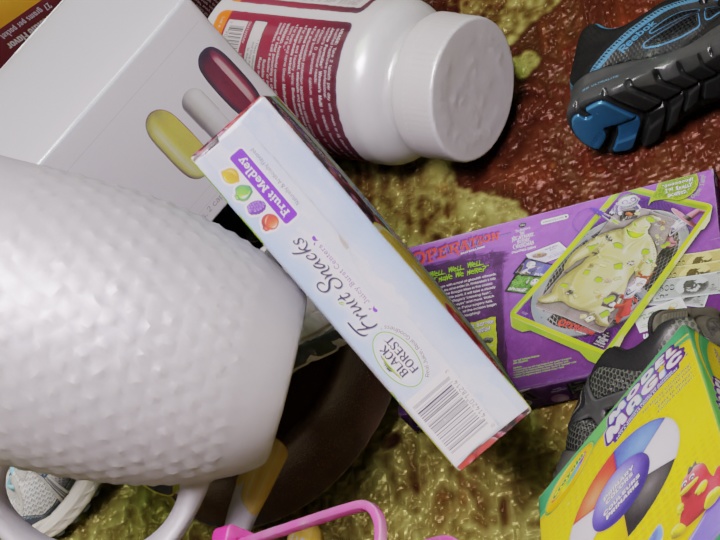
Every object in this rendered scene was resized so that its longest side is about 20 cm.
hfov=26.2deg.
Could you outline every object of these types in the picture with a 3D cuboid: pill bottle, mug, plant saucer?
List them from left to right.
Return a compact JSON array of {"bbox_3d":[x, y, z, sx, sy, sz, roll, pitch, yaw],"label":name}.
[{"bbox_3d":[-0.127,0.058,0.777,0.148,0.174,0.202,-100,24,-79],"label":"mug"},{"bbox_3d":[-0.061,0.061,0.961,0.199,0.032,0.201,-22,50,28],"label":"plant saucer"},{"bbox_3d":[-0.005,-0.129,1.021,0.199,0.110,0.110,13,67,38],"label":"pill bottle"}]

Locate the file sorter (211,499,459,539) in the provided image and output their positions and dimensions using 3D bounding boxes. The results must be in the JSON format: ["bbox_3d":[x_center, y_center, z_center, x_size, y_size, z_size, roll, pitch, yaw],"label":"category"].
[{"bbox_3d":[0.035,0.202,0.679,0.125,0.199,0.140,-25,45,45],"label":"file sorter"}]

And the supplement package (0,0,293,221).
[{"bbox_3d":[-0.167,-0.067,0.936,0.200,0.111,0.155,-51,33,-9],"label":"supplement package"}]

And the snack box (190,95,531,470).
[{"bbox_3d":[0.000,0.000,0.801,0.053,0.200,0.142,-40,6,2],"label":"snack box"}]

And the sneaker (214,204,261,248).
[{"bbox_3d":[-0.093,-0.045,1.031,0.199,0.088,0.075,-14,84,30],"label":"sneaker"}]

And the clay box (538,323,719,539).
[{"bbox_3d":[0.126,0.102,0.653,0.115,0.047,0.200,-54,9,18],"label":"clay box"}]

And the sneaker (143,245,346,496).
[{"bbox_3d":[-0.068,0.041,0.901,0.200,0.075,0.085,-45,12,-13],"label":"sneaker"}]

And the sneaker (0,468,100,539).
[{"bbox_3d":[-0.193,0.093,0.981,0.200,0.086,0.078,-47,37,21],"label":"sneaker"}]

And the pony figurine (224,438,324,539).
[{"bbox_3d":[-0.093,0.211,0.811,0.193,0.166,0.200,-49,13,30],"label":"pony figurine"}]

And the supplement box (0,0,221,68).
[{"bbox_3d":[-0.200,-0.196,1.120,0.132,0.197,0.201,-26,48,29],"label":"supplement box"}]

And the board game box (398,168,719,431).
[{"bbox_3d":[0.117,0.018,0.896,0.199,0.032,0.121,-14,57,24],"label":"board game box"}]

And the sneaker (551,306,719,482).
[{"bbox_3d":[0.191,0.079,0.758,0.198,0.076,0.115,11,88,42],"label":"sneaker"}]

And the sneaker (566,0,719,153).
[{"bbox_3d":[0.214,-0.138,0.913,0.199,0.073,0.082,-13,51,24],"label":"sneaker"}]
